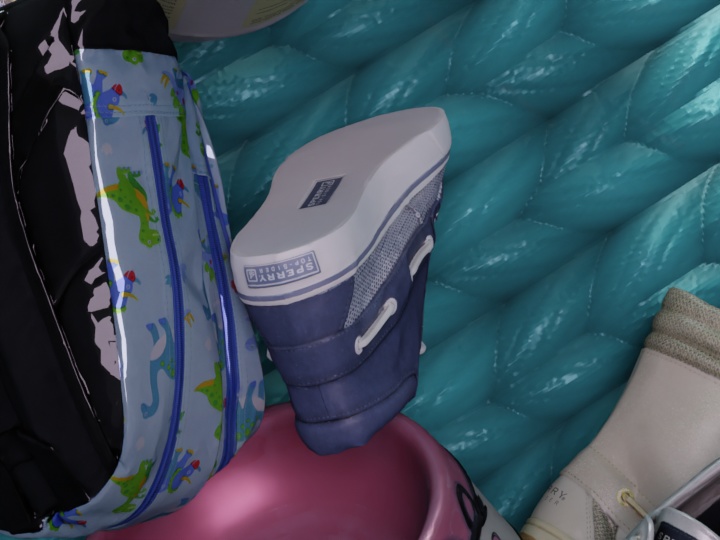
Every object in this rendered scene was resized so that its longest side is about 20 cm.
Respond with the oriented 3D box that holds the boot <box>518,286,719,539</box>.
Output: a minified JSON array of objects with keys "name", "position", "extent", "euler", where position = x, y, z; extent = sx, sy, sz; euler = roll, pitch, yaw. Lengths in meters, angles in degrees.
[{"name":"boot","position":[0.186,0.116,1.128],"extent":[0.199,0.072,0.155],"euler":[32,80,-2]}]

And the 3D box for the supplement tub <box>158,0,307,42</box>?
[{"name":"supplement tub","position":[-0.062,-0.180,1.052],"extent":[0.144,0.200,0.146],"euler":[2,80,-11]}]

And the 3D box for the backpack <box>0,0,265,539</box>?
[{"name":"backpack","position":[-0.120,0.007,1.018],"extent":[0.163,0.153,0.201],"euler":[-20,68,31]}]

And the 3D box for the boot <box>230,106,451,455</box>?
[{"name":"boot","position":[0.000,0.000,1.076],"extent":[0.072,0.200,0.091],"euler":[-9,109,23]}]

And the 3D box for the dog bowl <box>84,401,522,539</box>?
[{"name":"dog bowl","position":[-0.031,0.133,1.034],"extent":[0.199,0.200,0.074],"euler":[-28,122,-7]}]

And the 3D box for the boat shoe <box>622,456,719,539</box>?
[{"name":"boat shoe","position":[0.132,0.126,1.021],"extent":[0.200,0.066,0.072],"euler":[-34,48,-25]}]

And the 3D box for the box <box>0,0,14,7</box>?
[{"name":"box","position":[-0.223,-0.076,1.101],"extent":[0.198,0.050,0.200],"euler":[39,84,-10]}]
